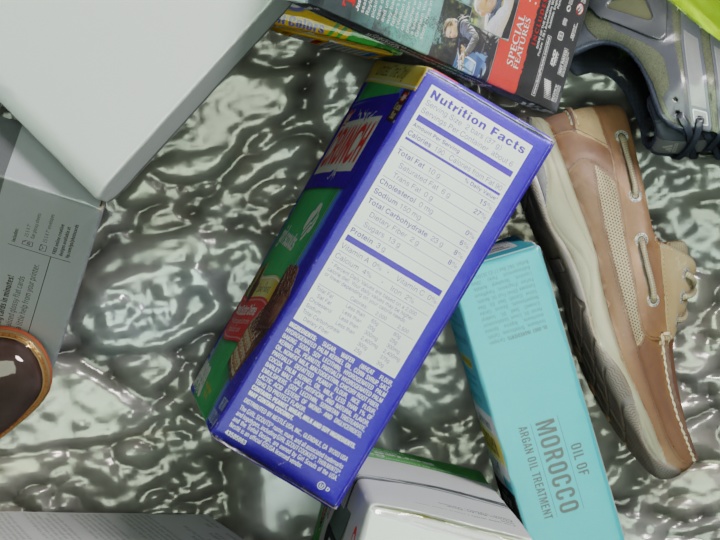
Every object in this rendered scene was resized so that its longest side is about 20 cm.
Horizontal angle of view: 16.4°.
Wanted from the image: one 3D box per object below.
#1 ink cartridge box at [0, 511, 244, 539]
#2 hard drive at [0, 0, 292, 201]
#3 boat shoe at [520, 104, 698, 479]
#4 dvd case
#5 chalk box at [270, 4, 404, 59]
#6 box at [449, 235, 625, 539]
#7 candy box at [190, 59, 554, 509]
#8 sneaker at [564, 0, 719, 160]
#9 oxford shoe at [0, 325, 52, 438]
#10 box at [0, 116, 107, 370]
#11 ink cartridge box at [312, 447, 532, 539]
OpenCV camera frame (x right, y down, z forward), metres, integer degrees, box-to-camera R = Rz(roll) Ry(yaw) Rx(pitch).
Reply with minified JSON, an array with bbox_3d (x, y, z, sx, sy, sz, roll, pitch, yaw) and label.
[{"bbox_3d":[-0.148,0.151,1.201,0.199,0.162,0.050,0,94,-17],"label":"ink cartridge box"},{"bbox_3d":[-0.142,-0.147,1.162,0.200,0.026,0.132,44,96,14],"label":"hard drive"},{"bbox_3d":[0.139,0.009,1.281,0.072,0.076,0.200,-21,97,-6],"label":"boat shoe"},{"bbox_3d":[0.050,-0.167,1.175,0.200,0.022,0.146,17,89,-51],"label":"dvd case"},{"bbox_3d":[-0.020,-0.214,1.225,0.123,0.124,0.201,14,94,-6],"label":"chalk box"},{"bbox_3d":[0.090,0.086,1.277,0.049,0.082,0.201,-17,95,-3],"label":"box"},{"bbox_3d":[0.000,0.000,1.218,0.077,0.169,0.200,31,90,-9],"label":"candy box"},{"bbox_3d":[0.186,-0.078,1.254,0.200,0.074,0.081,39,73,18],"label":"sneaker"},{"bbox_3d":[-0.242,0.088,1.215,0.200,0.073,0.071,-25,105,1],"label":"oxford shoe"},{"bbox_3d":[-0.229,-0.027,1.211,0.200,0.156,0.041,19,50,-6],"label":"box"},{"bbox_3d":[0.017,0.172,1.215,0.084,0.200,0.146,14,92,-5],"label":"ink cartridge box"}]
